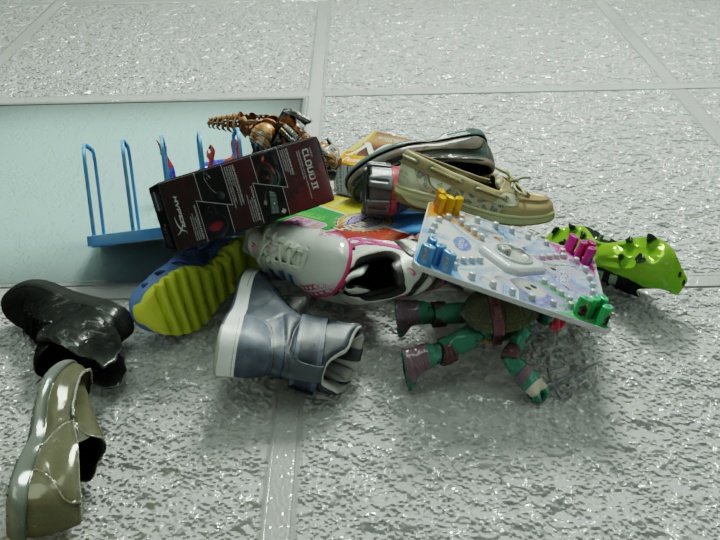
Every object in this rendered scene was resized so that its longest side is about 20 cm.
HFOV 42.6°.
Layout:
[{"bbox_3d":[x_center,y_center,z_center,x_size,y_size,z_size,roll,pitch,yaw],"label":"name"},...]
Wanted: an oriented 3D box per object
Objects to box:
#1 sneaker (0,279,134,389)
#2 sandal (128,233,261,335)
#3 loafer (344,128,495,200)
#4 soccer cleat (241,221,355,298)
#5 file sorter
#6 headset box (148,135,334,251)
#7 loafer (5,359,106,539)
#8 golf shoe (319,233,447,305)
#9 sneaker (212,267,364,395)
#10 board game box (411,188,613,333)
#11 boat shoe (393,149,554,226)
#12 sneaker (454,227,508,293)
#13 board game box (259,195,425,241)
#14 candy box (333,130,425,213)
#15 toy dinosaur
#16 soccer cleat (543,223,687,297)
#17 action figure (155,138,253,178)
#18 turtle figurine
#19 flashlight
[{"bbox_3d":[-0.319,0.068,0.971,0.196,0.061,0.105,10,32,17],"label":"sneaker"},{"bbox_3d":[-0.195,0.012,1.055,0.086,0.081,0.199,10,24,28],"label":"sandal"},{"bbox_3d":[0.078,-0.128,1.190,0.196,0.072,0.064,-18,52,-5],"label":"loafer"},{"bbox_3d":[-0.074,-0.015,0.993,0.085,0.071,0.199,16,-2,-23],"label":"soccer cleat"},{"bbox_3d":[-0.239,-0.102,1.148,0.196,0.126,0.139,-8,4,-10],"label":"file sorter"},{"bbox_3d":[-0.126,-0.087,1.023,0.197,0.076,0.148,-19,8,-16],"label":"headset box"},{"bbox_3d":[-0.259,0.158,0.820,0.068,0.076,0.202,7,34,-9],"label":"loafer"},{"bbox_3d":[0.000,0.000,1.000,0.198,0.074,0.091,-11,2,45],"label":"golf shoe"},{"bbox_3d":[-0.068,0.062,0.964,0.143,0.078,0.203,8,22,-3],"label":"sneaker"},{"bbox_3d":[0.157,-0.018,0.949,0.196,0.026,0.200,19,23,2],"label":"board game box"},{"bbox_3d":[0.139,-0.095,1.083,0.196,0.064,0.073,7,14,-13],"label":"boat shoe"},{"bbox_3d":[0.159,-0.005,1.057,0.077,0.081,0.199,-25,39,-35],"label":"sneaker"},{"bbox_3d":[-0.005,-0.045,1.143,0.196,0.041,0.153,13,22,21],"label":"board game box"},{"bbox_3d":[0.072,-0.133,1.298,0.197,0.056,0.115,17,36,28],"label":"candy box"},{"bbox_3d":[-0.117,-0.165,1.263,0.101,0.138,0.199,-16,42,-41],"label":"toy dinosaur"},{"bbox_3d":[0.287,-0.007,1.077,0.068,0.081,0.199,-53,30,-15],"label":"soccer cleat"},{"bbox_3d":[-0.221,-0.160,1.321,0.064,0.101,0.200,12,35,24],"label":"action figure"},{"bbox_3d":[0.136,0.058,0.942,0.195,0.102,0.151,-8,31,1],"label":"turtle figurine"},{"bbox_3d":[0.100,-0.093,1.143,0.196,0.068,0.069,5,72,-8],"label":"flashlight"}]
